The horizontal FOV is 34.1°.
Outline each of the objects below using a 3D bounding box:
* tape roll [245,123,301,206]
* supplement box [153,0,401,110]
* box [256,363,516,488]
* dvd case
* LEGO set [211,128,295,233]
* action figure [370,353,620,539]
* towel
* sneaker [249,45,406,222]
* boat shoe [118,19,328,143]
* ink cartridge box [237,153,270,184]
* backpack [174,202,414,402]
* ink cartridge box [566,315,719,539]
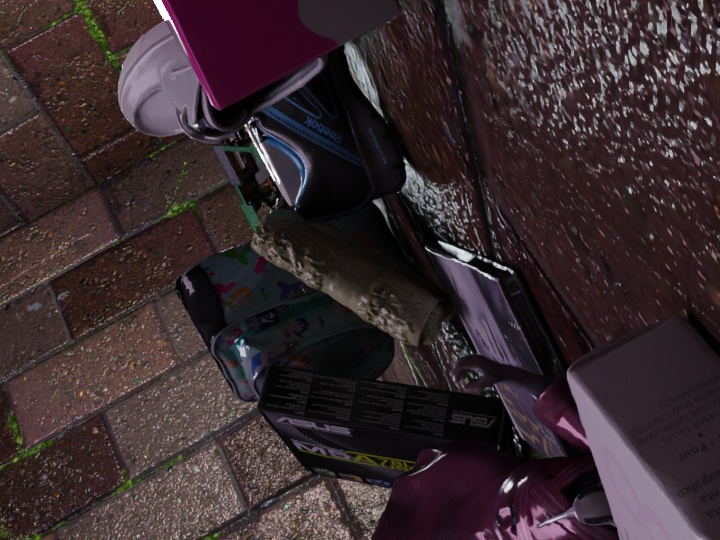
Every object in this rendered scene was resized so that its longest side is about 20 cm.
[{"bbox_3d":[-0.088,-0.169,1.178,0.204,0.070,0.202,62,177,5],"label":"tape roll"},{"bbox_3d":[-0.071,-0.182,0.583,0.201,0.100,0.104,57,173,49],"label":"supplement box"},{"bbox_3d":[0.031,0.143,0.985,0.194,0.197,0.048,67,-147,-66],"label":"box"},{"bbox_3d":[0.094,0.057,0.705,0.150,0.016,0.200,62,177,-9],"label":"dvd case"},{"bbox_3d":[-0.082,-0.123,1.428,0.153,0.116,0.201,1,128,52],"label":"LEGO set"},{"bbox_3d":[0.087,0.124,0.548,0.148,0.136,0.199,26,152,-25],"label":"action figure"},{"bbox_3d":[0.000,0.000,0.838,0.147,0.037,0.200,30,-174,6],"label":"towel"},{"bbox_3d":[-0.045,-0.129,0.768,0.202,0.081,0.073,63,178,2],"label":"sneaker"},{"bbox_3d":[-0.085,-0.116,0.717,0.072,0.198,0.069,28,-124,-42],"label":"boat shoe"},{"bbox_3d":[-0.148,-0.210,1.610,0.201,0.083,0.145,60,176,21],"label":"ink cartridge box"},{"bbox_3d":[-0.044,0.033,1.053,0.151,0.198,0.178,55,170,24],"label":"backpack"},{"bbox_3d":[0.141,0.132,0.353,0.201,0.056,0.164,-115,0,-47],"label":"ink cartridge box"}]
